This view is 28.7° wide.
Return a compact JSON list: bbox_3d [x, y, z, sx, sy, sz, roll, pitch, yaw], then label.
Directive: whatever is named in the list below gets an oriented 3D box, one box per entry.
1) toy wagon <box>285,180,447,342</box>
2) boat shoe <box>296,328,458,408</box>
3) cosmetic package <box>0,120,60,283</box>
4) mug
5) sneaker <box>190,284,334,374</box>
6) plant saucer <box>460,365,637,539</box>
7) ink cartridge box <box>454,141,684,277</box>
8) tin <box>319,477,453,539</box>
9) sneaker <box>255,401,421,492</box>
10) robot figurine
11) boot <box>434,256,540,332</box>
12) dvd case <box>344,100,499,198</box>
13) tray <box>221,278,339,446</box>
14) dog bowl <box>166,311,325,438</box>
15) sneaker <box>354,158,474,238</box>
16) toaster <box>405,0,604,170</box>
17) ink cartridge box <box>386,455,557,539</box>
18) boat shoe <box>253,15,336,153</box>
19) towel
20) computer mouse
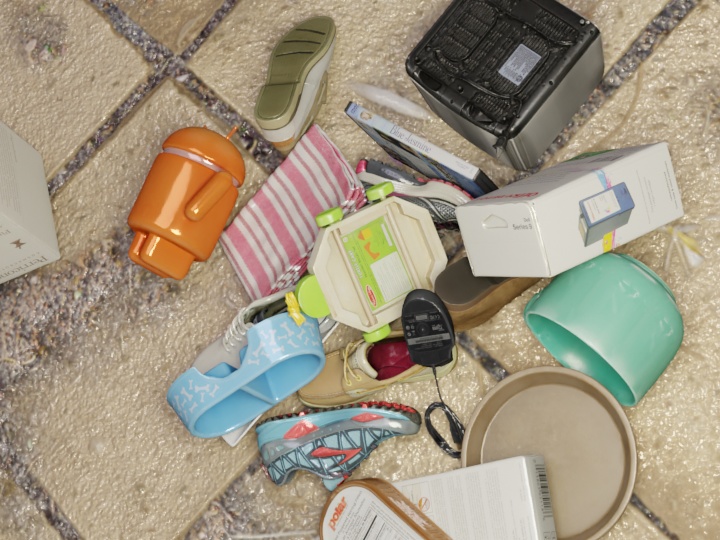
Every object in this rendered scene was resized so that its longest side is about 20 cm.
[{"bbox_3d":[0.000,0.000,1.583,0.198,0.040,0.157,-26,101,-17],"label":"toy wagon"},{"bbox_3d":[0.011,0.105,1.623,0.198,0.066,0.075,-19,66,12],"label":"boat shoe"},{"bbox_3d":[-0.511,-0.092,1.798,0.166,0.200,0.168,-22,65,10],"label":"cosmetic package"},{"bbox_3d":[0.258,0.044,1.514,0.184,0.152,0.115,37,79,27],"label":"mug"},{"bbox_3d":[-0.125,0.071,1.650,0.199,0.071,0.074,-32,49,12],"label":"sneaker"},{"bbox_3d":[0.205,0.205,1.525,0.198,0.029,0.203,-4,80,24],"label":"plant saucer"},{"bbox_3d":[0.223,-0.064,1.518,0.198,0.145,0.089,-21,100,-29],"label":"ink cartridge box"},{"bbox_3d":[0.033,0.308,1.531,0.199,0.042,0.113,37,103,34],"label":"tin"},{"bbox_3d":[-0.020,0.202,1.607,0.197,0.079,0.097,-11,85,19],"label":"sneaker"},{"bbox_3d":[-0.212,-0.090,1.743,0.115,0.144,0.202,22,78,8],"label":"robot figurine"},{"bbox_3d":[0.168,0.004,1.607,0.198,0.076,0.074,-27,56,-17],"label":"boot"},{"bbox_3d":[0.084,-0.124,1.628,0.199,0.142,0.018,31,87,32],"label":"dvd case"},{"bbox_3d":[-0.110,0.109,1.678,0.200,0.022,0.107,-49,49,-3],"label":"tray"},{"bbox_3d":[-0.125,0.122,1.597,0.199,0.111,0.050,-34,62,10],"label":"dog bowl"},{"bbox_3d":[0.073,-0.066,1.658,0.198,0.081,0.075,18,78,28],"label":"sneaker"},{"bbox_3d":[0.168,-0.234,1.664,0.180,0.119,0.201,37,85,27],"label":"toaster"},{"bbox_3d":[0.119,0.296,1.520,0.198,0.050,0.165,-18,74,37],"label":"ink cartridge box"},{"bbox_3d":[-0.078,-0.235,1.776,0.074,0.069,0.201,6,53,26],"label":"boat shoe"},{"bbox_3d":[-0.088,-0.065,1.700,0.200,0.030,0.147,-48,46,14],"label":"towel"},{"bbox_3d":[0.088,0.113,1.566,0.058,0.034,0.203,-7,106,21],"label":"computer mouse"}]
